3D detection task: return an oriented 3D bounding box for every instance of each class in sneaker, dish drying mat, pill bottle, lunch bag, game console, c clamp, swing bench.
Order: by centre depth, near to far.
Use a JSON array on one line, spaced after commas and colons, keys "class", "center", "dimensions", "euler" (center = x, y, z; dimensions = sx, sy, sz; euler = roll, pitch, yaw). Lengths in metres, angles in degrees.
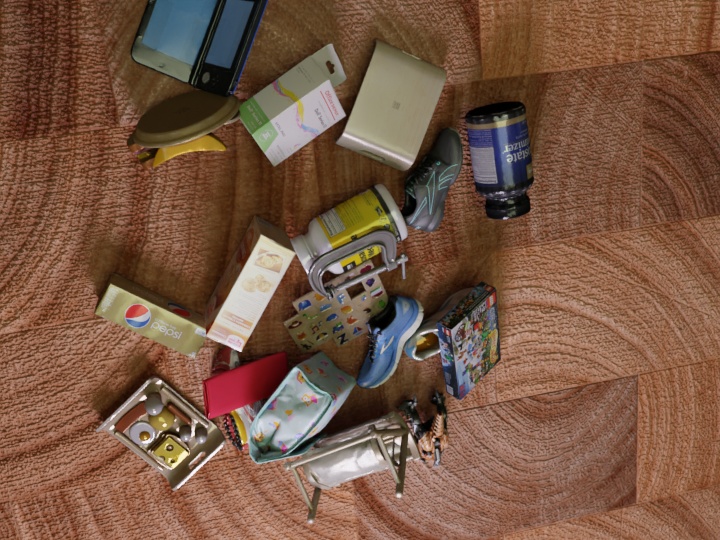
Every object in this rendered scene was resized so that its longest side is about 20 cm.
[{"class": "game console", "center": [-0.259, -0.404, 1.271], "dimensions": [0.118, 0.170, 0.201], "euler": [16, 97, -44]}, {"class": "c clamp", "center": [0.000, 0.000, 1.410], "dimensions": [0.199, 0.027, 0.171], "euler": [-21, 145, -15]}, {"class": "pill bottle", "center": [-0.023, -0.065, 1.436], "dimensions": [0.199, 0.112, 0.113], "euler": [-29, 111, -3]}, {"class": "sneaker", "center": [0.131, -0.169, 1.454], "dimensions": [0.079, 0.075, 0.202], "euler": [9, 105, -27]}, {"class": "pill bottle", "center": [0.262, -0.203, 1.460], "dimensions": [0.111, 0.112, 0.202], "euler": [-15, 109, -8]}, {"class": "dish drying mat", "center": [-0.211, 0.212, 1.468], "dimensions": [0.199, 0.018, 0.078], "euler": [-16, 103, -47]}, {"class": "lunch bag", "center": [-0.116, 0.271, 1.480], "dimensions": [0.122, 0.170, 0.201], "euler": [37, 101, 9]}, {"class": "swing bench", "center": [-0.010, 0.364, 1.508], "dimensions": [0.198, 0.200, 0.131], "euler": [-23, 92, 16]}, {"class": "sneaker", "center": [-0.230, 0.240, 1.513], "dimensions": [0.082, 0.078, 0.202], "euler": [-21, 108, -34]}, {"class": "sneaker", "center": [0.038, 0.134, 1.524], "dimensions": [0.089, 0.078, 0.201], "euler": [25, 94, -31]}, {"class": "sneaker", "center": [0.173, 0.110, 1.552], "dimensions": [0.199, 0.081, 0.077], "euler": [-36, 109, -2]}]

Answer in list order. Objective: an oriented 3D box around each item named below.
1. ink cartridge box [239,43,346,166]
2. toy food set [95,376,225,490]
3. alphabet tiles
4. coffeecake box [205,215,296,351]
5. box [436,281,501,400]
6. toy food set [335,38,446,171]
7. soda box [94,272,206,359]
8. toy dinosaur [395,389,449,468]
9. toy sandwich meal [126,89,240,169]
[{"class": "ink cartridge box", "center": [-0.101, -0.283, 1.346], "dimensions": [0.199, 0.067, 0.117], "euler": [-36, 155, 0]}, {"class": "toy food set", "center": [-0.376, 0.312, 1.490], "dimensions": [0.143, 0.060, 0.200], "euler": [-43, 110, 2]}, {"class": "alphabet tiles", "center": [-0.042, 0.081, 1.499], "dimensions": [0.199, 0.008, 0.168], "euler": [-29, 134, -3]}, {"class": "coffeecake box", "center": [-0.200, 0.020, 1.399], "dimensions": [0.073, 0.154, 0.201], "euler": [27, 99, -18]}, {"class": "box", "center": [0.214, 0.138, 1.527], "dimensions": [0.136, 0.038, 0.201], "euler": [-39, 137, -27]}, {"class": "toy food set", "center": [0.055, -0.298, 1.420], "dimensions": [0.143, 0.060, 0.201], "euler": [20, 93, -17]}, {"class": "soda box", "center": [-0.375, 0.082, 1.425], "dimensions": [0.199, 0.068, 0.064], "euler": [29, 99, -19]}, {"class": "toy dinosaur", "center": [0.147, 0.319, 1.575], "dimensions": [0.101, 0.137, 0.200], "euler": [2, 149, -28]}, {"class": "toy sandwich meal", "center": [-0.287, -0.231, 1.295], "dimensions": [0.204, 0.205, 0.071], "euler": [-21, 124, -6]}]
